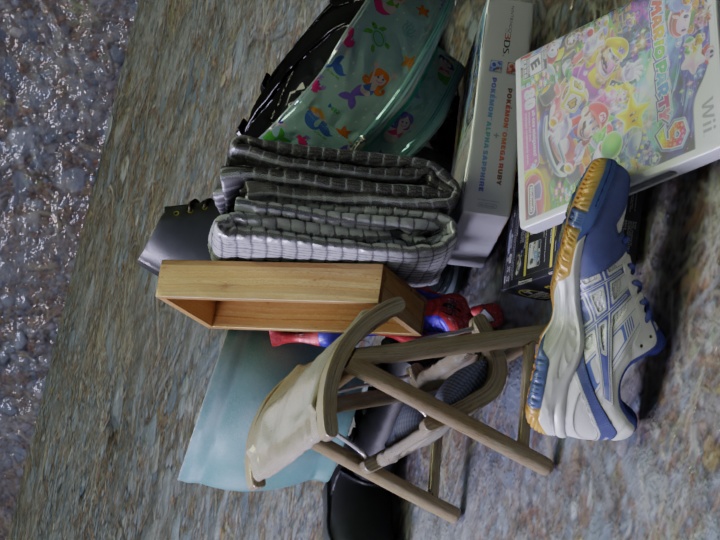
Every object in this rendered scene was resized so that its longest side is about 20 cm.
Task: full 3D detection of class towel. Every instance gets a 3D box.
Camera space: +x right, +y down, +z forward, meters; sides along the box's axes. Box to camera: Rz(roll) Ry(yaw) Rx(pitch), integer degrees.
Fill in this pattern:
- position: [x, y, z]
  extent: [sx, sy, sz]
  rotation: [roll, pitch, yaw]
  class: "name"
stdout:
- position: [-0.023, -0.045, 1.580]
  extent: [0.166, 0.199, 0.086]
  rotation: [111, 165, -80]
  class: "towel"

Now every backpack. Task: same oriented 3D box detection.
- position: [0.004, -0.166, 1.690]
  extent: [0.200, 0.150, 0.178]
  rotation: [-54, 7, 42]
  class: "backpack"

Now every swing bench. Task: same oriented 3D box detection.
- position: [0.029, 0.110, 1.575]
  extent: [0.199, 0.199, 0.130]
  rotation: [141, 137, -63]
  class: "swing bench"

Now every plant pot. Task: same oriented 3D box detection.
- position: [-0.071, 0.116, 1.774]
  extent: [0.200, 0.134, 0.201]
  rotation: [-162, 90, -87]
  class: "plant pot"

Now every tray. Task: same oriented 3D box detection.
- position: [-0.056, 0.021, 1.603]
  extent: [0.099, 0.199, 0.037]
  rotation: [38, -124, -61]
  class: "tray"

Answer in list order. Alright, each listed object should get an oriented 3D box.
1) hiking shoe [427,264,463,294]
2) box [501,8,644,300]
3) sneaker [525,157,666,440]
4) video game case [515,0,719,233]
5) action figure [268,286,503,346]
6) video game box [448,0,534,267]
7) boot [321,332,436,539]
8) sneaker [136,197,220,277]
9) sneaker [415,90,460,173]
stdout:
- position: [0.000, 0.000, 1.798]
  extent: [0.200, 0.087, 0.075]
  rotation: [-14, 63, 42]
  class: "hiking shoe"
- position: [0.169, -0.086, 1.515]
  extent: [0.161, 0.049, 0.201]
  rotation: [153, 127, -70]
  class: "box"
- position: [0.175, 0.022, 1.378]
  extent: [0.075, 0.088, 0.201]
  rotation: [-54, -26, -78]
  class: "sneaker"
- position: [0.188, -0.122, 1.413]
  extent: [0.200, 0.018, 0.144]
  rotation: [-23, 59, 45]
  class: "video game case"
- position: [0.023, 0.038, 1.669]
  extent: [0.052, 0.199, 0.066]
  rotation: [84, -170, -46]
  class: "action figure"
- position: [0.105, -0.111, 1.645]
  extent: [0.200, 0.047, 0.183]
  rotation: [104, 172, -79]
  class: "video game box"
- position: [0.026, 0.163, 1.787]
  extent: [0.165, 0.065, 0.200]
  rotation: [-114, 43, -58]
  class: "boot"
- position: [-0.122, -0.060, 1.855]
  extent: [0.200, 0.106, 0.075]
  rotation: [-56, 4, -6]
  class: "sneaker"
- position: [0.065, -0.127, 1.815]
  extent: [0.098, 0.071, 0.201]
  rotation: [-63, 28, 20]
  class: "sneaker"
